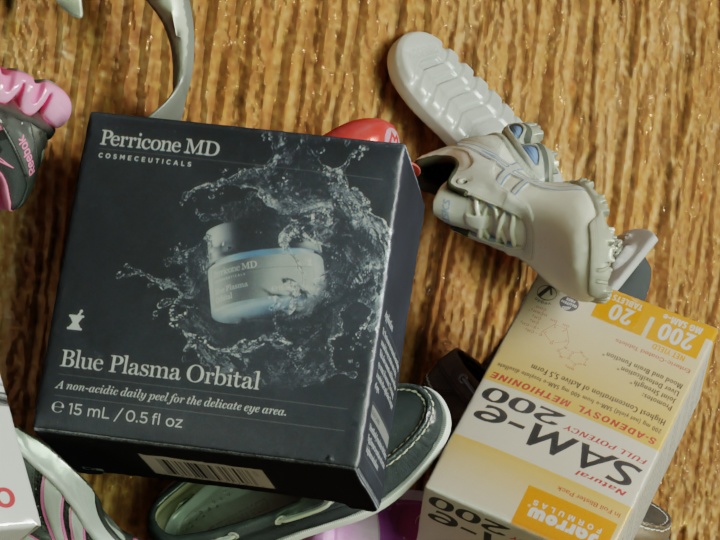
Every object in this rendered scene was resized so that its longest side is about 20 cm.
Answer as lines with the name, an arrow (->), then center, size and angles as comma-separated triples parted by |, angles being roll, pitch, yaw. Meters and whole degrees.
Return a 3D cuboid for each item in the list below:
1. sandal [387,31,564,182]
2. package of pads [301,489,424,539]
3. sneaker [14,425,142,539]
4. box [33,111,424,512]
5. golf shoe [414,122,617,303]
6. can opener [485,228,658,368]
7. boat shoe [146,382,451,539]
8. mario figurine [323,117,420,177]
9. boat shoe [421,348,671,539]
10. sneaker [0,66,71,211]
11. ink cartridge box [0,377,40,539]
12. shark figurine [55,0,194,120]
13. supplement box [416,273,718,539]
sandal -> 0.083, -0.077, 1.868 | 0.203, 0.050, 0.082 | 54, 41, -7
package of pads -> 0.021, 0.202, 1.770 | 0.199, 0.076, 0.121 | 9, 80, -39
sneaker -> -0.190, 0.163, 1.602 | 0.200, 0.080, 0.086 | 46, 73, -19
box -> -0.075, 0.024, 1.611 | 0.117, 0.196, 0.201 | 68, 30, -72
golf shoe -> 0.097, -0.030, 1.733 | 0.097, 0.200, 0.079 | -6, 114, -17
can opener -> 0.151, 0.041, 1.906 | 0.200, 0.053, 0.067 | -45, 114, -33
boat shoe -> -0.038, 0.125, 1.669 | 0.200, 0.076, 0.060 | -33, 147, -1
mario figurine -> 0.000, 0.000, 1.746 | 0.106, 0.123, 0.201 | 14, 81, -20
boat shoe -> 0.127, 0.122, 1.803 | 0.199, 0.072, 0.073 | 29, 110, 0
sneaker -> -0.262, -0.089, 1.572 | 0.200, 0.079, 0.096 | 21, 85, -35
ink cartridge box -> -0.277, 0.071, 1.490 | 0.144, 0.084, 0.201 | -2, 66, -40
shark figurine -> -0.150, -0.188, 1.669 | 0.128, 0.090, 0.215 | -41, 107, 2
supplement box -> 0.133, 0.105, 1.723 | 0.074, 0.126, 0.200 | 95, 20, -53
